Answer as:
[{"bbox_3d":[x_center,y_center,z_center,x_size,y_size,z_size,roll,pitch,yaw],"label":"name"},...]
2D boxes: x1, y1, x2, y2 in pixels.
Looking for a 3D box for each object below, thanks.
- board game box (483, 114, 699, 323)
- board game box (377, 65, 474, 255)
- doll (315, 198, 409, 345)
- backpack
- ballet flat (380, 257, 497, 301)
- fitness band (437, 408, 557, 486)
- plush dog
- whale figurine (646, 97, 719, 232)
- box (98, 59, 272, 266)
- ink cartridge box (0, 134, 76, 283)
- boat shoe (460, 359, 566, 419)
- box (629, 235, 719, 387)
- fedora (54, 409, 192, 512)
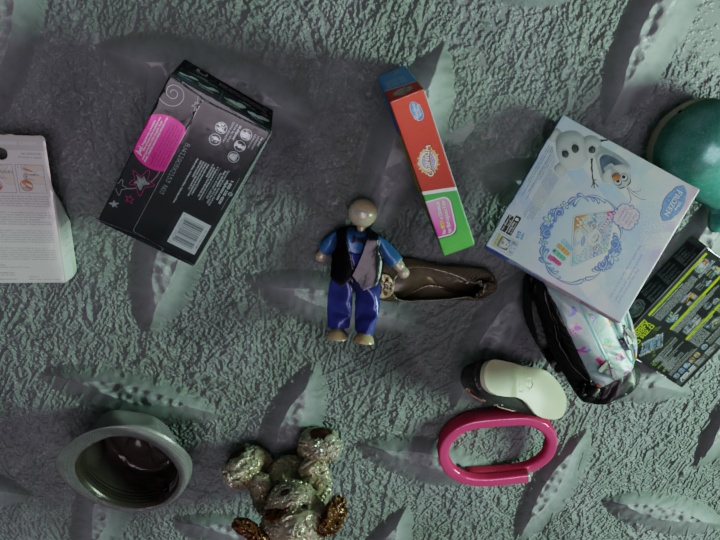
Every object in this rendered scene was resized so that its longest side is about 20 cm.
[{"bbox_3d":[0.299,-0.067,0.860,0.199,0.043,0.200,31,91,6],"label":"board game box"},{"bbox_3d":[0.080,-0.139,0.812,0.040,0.153,0.200,-20,116,6],"label":"board game box"},{"bbox_3d":[0.000,0.000,0.913,0.136,0.048,0.200,6,100,13],"label":"doll"},{"bbox_3d":[0.321,0.073,0.953,0.126,0.167,0.200,-26,102,-2],"label":"backpack"},{"bbox_3d":[0.102,0.021,0.951,0.200,0.046,0.067,3,115,-7],"label":"ballet flat"},{"bbox_3d":[0.229,0.297,1.099,0.200,0.037,0.144,-6,117,2],"label":"fitness band"},{"bbox_3d":[-0.108,0.363,1.024,0.200,0.172,0.161,-13,117,-1],"label":"plush dog"},{"bbox_3d":[0.480,-0.134,0.884,0.159,0.104,0.200,-35,113,10],"label":"whale figurine"},{"bbox_3d":[-0.209,-0.132,0.805,0.132,0.115,0.200,27,111,-19],"label":"box"},{"bbox_3d":[-0.466,-0.080,0.843,0.161,0.050,0.200,0,112,-6],"label":"ink cartridge box"},{"bbox_3d":[0.248,0.188,1.044,0.201,0.063,0.074,22,69,-28],"label":"boat shoe"},{"bbox_3d":[0.507,0.068,1.020,0.160,0.044,0.200,29,109,-18],"label":"box"},{"bbox_3d":[-0.352,0.278,1.002,0.177,0.090,0.200,-39,120,14],"label":"fedora"}]
